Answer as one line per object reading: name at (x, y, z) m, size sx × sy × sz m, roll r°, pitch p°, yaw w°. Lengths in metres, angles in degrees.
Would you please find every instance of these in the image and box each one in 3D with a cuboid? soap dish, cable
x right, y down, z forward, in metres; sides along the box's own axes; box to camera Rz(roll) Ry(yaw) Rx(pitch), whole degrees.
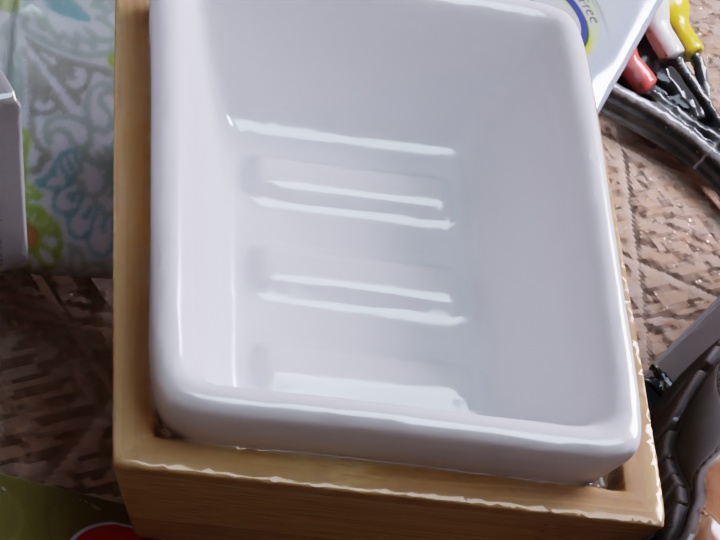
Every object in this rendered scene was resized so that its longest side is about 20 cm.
soap dish at (0.000, 0.000, 0.824) m, size 0.156 × 0.081 × 0.201 m, roll 7°, pitch 46°, yaw -12°
cable at (0.145, -0.071, 1.183) m, size 0.200 × 0.050 × 0.097 m, roll 47°, pitch 39°, yaw 12°

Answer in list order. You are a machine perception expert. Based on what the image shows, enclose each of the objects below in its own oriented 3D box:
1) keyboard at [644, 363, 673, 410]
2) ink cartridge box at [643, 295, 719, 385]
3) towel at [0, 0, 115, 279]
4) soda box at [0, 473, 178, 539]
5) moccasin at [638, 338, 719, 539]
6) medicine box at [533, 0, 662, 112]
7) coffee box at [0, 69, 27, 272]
keyboard at (0.135, 0.093, 0.996) m, size 0.200 × 0.021 × 0.127 m, roll 50°, pitch 14°, yaw -2°
ink cartridge box at (0.240, 0.012, 1.057) m, size 0.145 × 0.200 × 0.147 m, roll 47°, pitch 37°, yaw 6°
towel at (-0.042, -0.079, 0.927) m, size 0.199 × 0.048 × 0.172 m, roll 3°, pitch 87°, yaw -11°
soda box at (-0.050, 0.119, 0.808) m, size 0.199 × 0.064 × 0.068 m, roll 18°, pitch 41°, yaw -28°
moccasin at (0.121, 0.077, 0.850) m, size 0.078 × 0.074 × 0.201 m, roll 36°, pitch 13°, yaw -5°
medicine box at (0.018, -0.124, 1.060) m, size 0.182 × 0.103 × 0.200 m, roll 36°, pitch 48°, yaw -5°
coffee box at (-0.203, -0.026, 0.737) m, size 0.199 × 0.080 × 0.115 m, roll -25°, pitch 62°, yaw -20°
